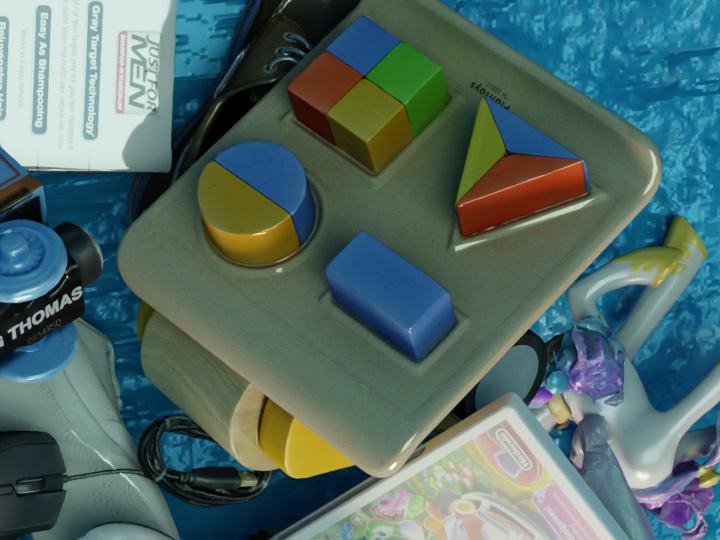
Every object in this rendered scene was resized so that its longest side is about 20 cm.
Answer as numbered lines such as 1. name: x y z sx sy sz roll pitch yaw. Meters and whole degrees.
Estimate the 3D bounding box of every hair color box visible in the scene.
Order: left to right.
1. hair color box: -0.191 -0.101 1.250 0.199 0.061 0.101 0 101 -17

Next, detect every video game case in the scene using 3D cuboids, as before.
1. video game case: 0.036 0.164 1.273 0.200 0.018 0.143 -33 105 22

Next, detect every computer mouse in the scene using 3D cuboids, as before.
1. computer mouse: -0.131 0.100 1.225 0.199 0.034 0.059 -5 92 -25

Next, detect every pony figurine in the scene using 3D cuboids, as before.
1. pony figurine: 0.141 0.091 1.362 0.200 0.167 0.193 -35 81 -7

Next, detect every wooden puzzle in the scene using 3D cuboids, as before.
1. wooden puzzle: 0.009 -0.031 1.190 0.200 0.185 0.046 -47 152 -13

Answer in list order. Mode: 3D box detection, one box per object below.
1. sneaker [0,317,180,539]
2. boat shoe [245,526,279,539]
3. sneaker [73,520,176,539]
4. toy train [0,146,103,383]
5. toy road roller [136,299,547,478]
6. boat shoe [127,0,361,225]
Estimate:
1. sneaker: -0.138 0.075 1.296 0.075 0.089 0.201 -18 112 24
2. boat shoe: -0.043 0.167 1.351 0.200 0.072 0.066 -7 77 -4
3. sneaker: -0.050 0.190 1.226 0.199 0.092 0.076 16 118 -15
4. toy train: -0.214 0.022 1.169 0.200 0.114 0.087 -34 146 -26
5. toy road roller: 0.000 0.000 1.259 0.199 0.123 0.147 -15 128 -37
6. boat shoe: -0.037 -0.085 1.296 0.072 0.072 0.201 33 89 -20
